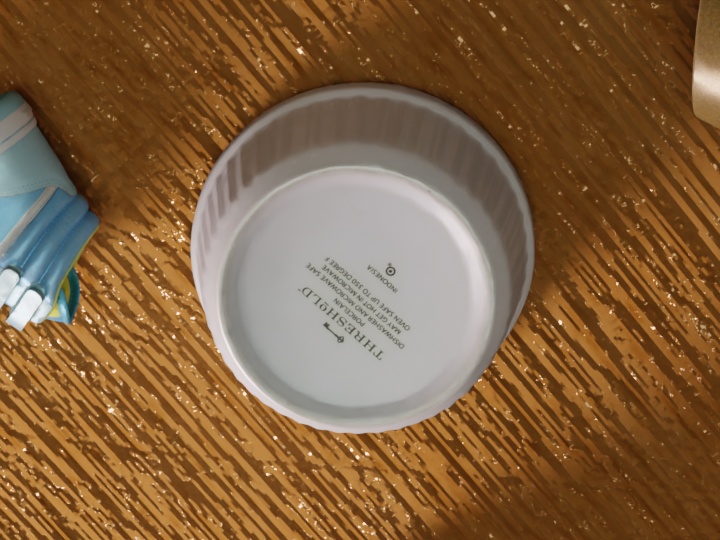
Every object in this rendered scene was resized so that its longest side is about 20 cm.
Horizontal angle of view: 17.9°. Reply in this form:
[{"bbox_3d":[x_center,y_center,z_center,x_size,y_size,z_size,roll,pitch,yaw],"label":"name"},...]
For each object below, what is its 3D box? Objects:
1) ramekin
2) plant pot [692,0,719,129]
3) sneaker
[{"bbox_3d":[0.000,0.000,1.302,0.201,0.094,0.203,1,110,2],"label":"ramekin"},{"bbox_3d":[0.281,-0.116,1.215,0.199,0.186,0.187,7,111,13],"label":"plant pot"},{"bbox_3d":[-0.239,0.003,1.324,0.200,0.080,0.131,-35,103,15],"label":"sneaker"}]
